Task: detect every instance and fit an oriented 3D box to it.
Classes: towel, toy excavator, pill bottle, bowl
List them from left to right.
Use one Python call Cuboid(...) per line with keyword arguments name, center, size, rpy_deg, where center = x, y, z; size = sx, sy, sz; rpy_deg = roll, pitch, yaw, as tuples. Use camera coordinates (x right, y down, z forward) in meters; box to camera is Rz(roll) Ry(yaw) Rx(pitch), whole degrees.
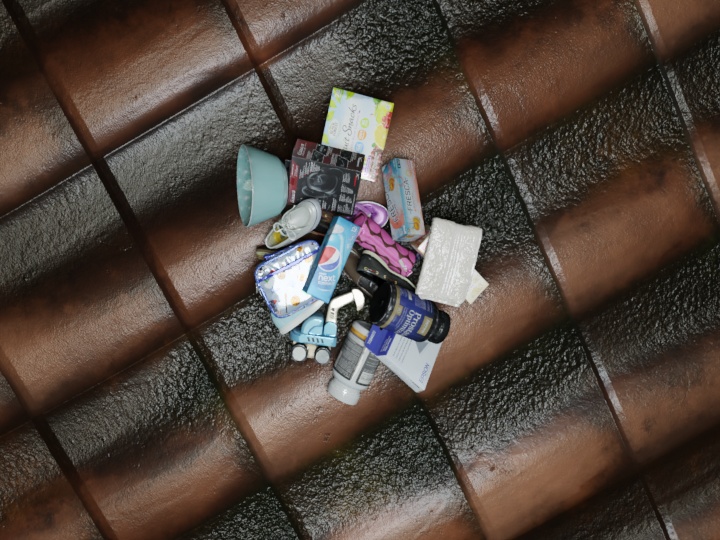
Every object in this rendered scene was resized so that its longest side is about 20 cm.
Cuboid(name="bowl", center=(-0.245, -0.213, 1.465), size=(0.102, 0.200, 0.208), rpy_deg=(-3, 99, -21))
Cuboid(name="toy excavator", center=(-0.091, 0.141, 1.553), size=(0.188, 0.100, 0.207), rpy_deg=(7, 98, -4))
Cuboid(name="pill bottle", center=(-0.009, 0.248, 1.566), size=(0.114, 0.116, 0.204), rpy_deg=(25, 96, -6))
Cuboid(name="pill bottle", center=(0.128, 0.114, 1.469), size=(0.196, 0.112, 0.114), rpy_deg=(23, 96, -24))
Cuboid(name="towel", center=(0.216, -0.019, 1.428), size=(0.128, 0.035, 0.206), rpy_deg=(12, 98, -5))

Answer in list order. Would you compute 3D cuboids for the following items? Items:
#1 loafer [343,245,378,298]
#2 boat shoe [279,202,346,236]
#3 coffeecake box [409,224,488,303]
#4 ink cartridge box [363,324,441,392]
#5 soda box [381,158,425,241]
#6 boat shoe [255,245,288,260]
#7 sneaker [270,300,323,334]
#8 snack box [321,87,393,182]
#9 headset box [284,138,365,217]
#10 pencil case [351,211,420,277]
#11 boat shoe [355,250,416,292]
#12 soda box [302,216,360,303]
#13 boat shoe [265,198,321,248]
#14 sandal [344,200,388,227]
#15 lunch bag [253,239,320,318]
Cuboid(name="loafer", center=(0.000, 0.000, 1.554), size=(0.199, 0.071, 0.073), rpy_deg=(42, 94, -8))
Cuboid(name="boat shoe", center=(-0.127, -0.136, 1.512), size=(0.194, 0.071, 0.072), rpy_deg=(15, 117, 9))
Cuboid(name="coffeecake box", center=(0.228, -0.020, 1.523), size=(0.073, 0.154, 0.200), rpy_deg=(-44, 98, 3))
Cuboid(name="ink cartridge box", center=(0.123, 0.180, 1.533), size=(0.199, 0.040, 0.202), rpy_deg=(40, 51, -14))
Cuboid(name="soda box", center=(0.110, -0.180, 1.498), size=(0.067, 0.063, 0.207), rpy_deg=(0, 76, -35))
Cuboid(name="boat shoe", center=(-0.184, -0.018, 1.546), size=(0.193, 0.072, 0.078), rpy_deg=(8, 109, -5))
Cuboid(name="sneaker", center=(-0.159, 0.082, 1.557), size=(0.199, 0.074, 0.083), rpy_deg=(-39, 100, 1))
Cuboid(name="snack box", center=(-0.015, -0.349, 1.507), size=(0.164, 0.068, 0.206), rpy_deg=(14, 96, -4))
Cuboid(name="headset box", center=(-0.097, -0.232, 1.460), size=(0.194, 0.079, 0.151), rpy_deg=(12, 136, -1))
Cuboid(name="pencil case", center=(0.057, -0.063, 1.517), size=(0.198, 0.095, 0.091), rpy_deg=(35, 114, -20))
Cuboid(name="boat shoe", center=(0.071, 0.030, 1.515), size=(0.199, 0.073, 0.064), rpy_deg=(36, 66, -21))
Cuboid(name="soda box", center=(-0.073, -0.028, 1.430), size=(0.063, 0.068, 0.205), rpy_deg=(23, 88, -16))
Cuboid(name="boat shoe", center=(-0.181, -0.111, 1.459), size=(0.200, 0.085, 0.076), rpy_deg=(-29, 91, 42))
Cuboid(name="sandal", center=(-0.022, -0.147, 1.543), size=(0.196, 0.050, 0.085), rpy_deg=(6, 98, -3))
Cuboid(name="lunch bag", center=(-0.174, 0.017, 1.480), size=(0.196, 0.075, 0.164), rpy_deg=(-27, 102, -10))
